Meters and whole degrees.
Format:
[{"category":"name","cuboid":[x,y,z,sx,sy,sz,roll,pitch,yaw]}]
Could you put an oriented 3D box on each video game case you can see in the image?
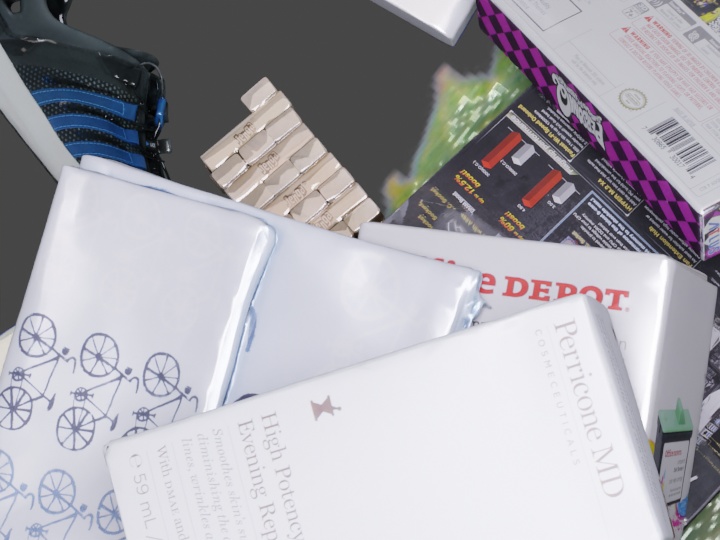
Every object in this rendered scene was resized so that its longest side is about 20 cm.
[{"category":"video game case","cuboid":[0.178,-0.109,1.013,0.180,0.036,0.200,-26,47,-14]}]

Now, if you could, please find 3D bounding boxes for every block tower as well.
[{"category":"block tower","cuboid":[0.000,0.000,1.078,0.058,0.054,0.200,-39,80,-2]}]

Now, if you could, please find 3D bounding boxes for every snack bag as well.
[{"category":"snack bag","cuboid":[-0.063,0.065,0.910,0.199,0.021,0.190,17,87,19]}]

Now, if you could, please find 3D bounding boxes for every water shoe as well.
[{"category":"water shoe","cuboid":[-0.126,-0.074,1.093,0.079,0.072,0.200,-39,81,-3]}]

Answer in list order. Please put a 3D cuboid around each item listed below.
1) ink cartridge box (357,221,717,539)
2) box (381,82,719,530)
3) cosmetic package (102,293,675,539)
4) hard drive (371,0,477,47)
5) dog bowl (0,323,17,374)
[{"category":"ink cartridge box","cuboid":[0.061,0.088,0.922,0.144,0.084,0.202,7,84,23]},{"category":"box","cuboid":[0.126,0.007,1.036,0.200,0.050,0.158,44,67,8]},{"category":"cosmetic package","cuboid":[0.012,0.086,0.843,0.199,0.074,0.102,-19,80,11]},{"category":"hard drive","cuboid":[0.043,-0.234,1.121,0.131,0.025,0.201,30,86,9]},{"category":"dog bowl","cuboid":[-0.113,0.114,1.061,0.198,0.079,0.202,-1,82,6]}]
